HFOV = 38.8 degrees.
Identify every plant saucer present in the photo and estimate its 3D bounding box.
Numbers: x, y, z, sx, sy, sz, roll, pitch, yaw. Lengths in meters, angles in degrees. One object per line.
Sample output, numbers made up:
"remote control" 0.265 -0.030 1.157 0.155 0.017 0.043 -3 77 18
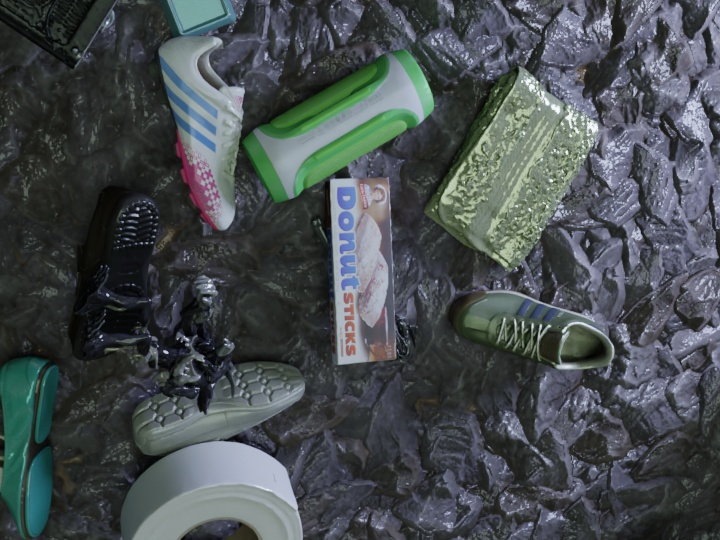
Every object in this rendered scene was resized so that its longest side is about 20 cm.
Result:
"plant saucer" -0.190 -0.337 1.027 0.069 0.019 0.203 -23 108 -8

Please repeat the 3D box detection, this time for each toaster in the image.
"toaster" -0.295 -0.316 0.943 0.198 0.119 0.182 32 101 -19

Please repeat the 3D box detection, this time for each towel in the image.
"towel" 0.176 -0.113 1.170 0.147 0.036 0.202 29 96 -20

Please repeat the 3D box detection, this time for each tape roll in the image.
"tape roll" -0.165 0.291 1.141 0.198 0.071 0.206 -9 122 -14

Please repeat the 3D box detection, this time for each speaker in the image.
"speaker" -0.023 -0.153 1.082 0.198 0.088 0.089 -31 110 -5

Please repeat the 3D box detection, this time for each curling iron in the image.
"curling iron" 0.002 0.022 1.169 0.050 0.025 0.201 -43 107 -23

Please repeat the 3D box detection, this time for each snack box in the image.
"snack box" 0.000 0.000 1.138 0.070 0.024 0.205 -4 94 -19

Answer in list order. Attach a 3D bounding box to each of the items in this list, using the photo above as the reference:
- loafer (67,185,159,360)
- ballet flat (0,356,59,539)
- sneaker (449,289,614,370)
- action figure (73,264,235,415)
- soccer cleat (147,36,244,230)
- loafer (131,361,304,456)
"loafer" -0.264 0.001 1.077 0.072 0.071 0.203 2 119 -46
"ballet flat" -0.367 0.186 1.101 0.069 0.067 0.204 10 103 8
"sneaker" 0.208 0.073 1.198 0.196 0.090 0.068 11 103 -16
"action figure" -0.189 0.072 1.046 0.198 0.121 0.101 25 136 -37
"soccer cleat" -0.151 -0.142 1.054 0.085 0.070 0.204 -14 106 7
"loafer" -0.157 0.156 1.145 0.196 0.071 0.070 -13 141 -15
